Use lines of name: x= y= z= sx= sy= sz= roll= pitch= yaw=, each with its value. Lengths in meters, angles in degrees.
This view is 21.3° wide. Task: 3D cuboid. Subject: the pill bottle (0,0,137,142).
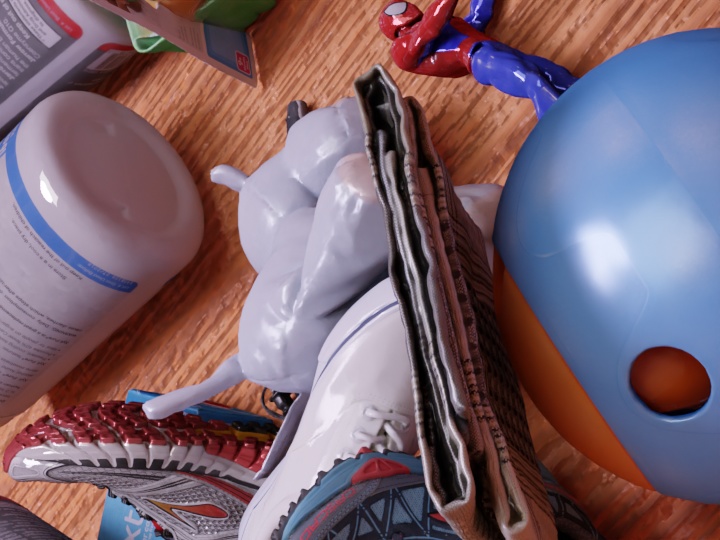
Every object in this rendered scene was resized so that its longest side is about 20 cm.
pill bottle: x=-0.228 y=-0.152 z=1.264 sx=0.200 sy=0.114 sz=0.115 roll=-32 pitch=61 yaw=34

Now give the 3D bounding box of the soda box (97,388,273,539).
soda box: x=-0.113 y=0.176 z=1.124 sx=0.068 sy=0.064 sz=0.201 roll=11 pitch=89 yaw=44

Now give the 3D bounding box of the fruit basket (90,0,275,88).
fruit basket: x=-0.136 y=-0.216 z=1.135 sx=0.093 sy=0.200 sz=0.186 roll=-29 pitch=62 yaw=19

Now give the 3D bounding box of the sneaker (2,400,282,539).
sneaker: x=-0.096 y=0.123 z=1.041 sx=0.078 sy=0.199 sz=0.083 roll=-126 pitch=49 yaw=-78

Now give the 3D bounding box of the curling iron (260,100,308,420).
curling iron: x=-0.037 y=-0.004 z=1.115 sx=0.049 sy=0.025 sz=0.202 roll=-13 pitch=73 yaw=38

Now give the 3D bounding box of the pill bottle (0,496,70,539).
pill bottle: x=-0.180 y=0.199 z=1.035 sx=0.200 sy=0.113 sz=0.115 roll=17 pitch=93 yaw=55

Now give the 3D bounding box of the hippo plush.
hippo plush: x=0.000 y=0.000 z=1.031 sx=0.200 sy=0.159 sz=0.161 roll=-48 pitch=27 yaw=19

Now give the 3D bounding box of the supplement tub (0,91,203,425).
supplement tub: x=-0.204 y=-0.004 z=1.189 sx=0.200 sy=0.132 sz=0.133 roll=-39 pitch=57 yaw=29

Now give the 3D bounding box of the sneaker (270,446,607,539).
sneaker: x=0.043 y=0.133 z=0.893 sx=0.095 sy=0.199 sz=0.080 roll=37 pitch=122 yaw=40

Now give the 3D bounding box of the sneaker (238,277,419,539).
sneaker: x=0.001 y=0.095 z=0.950 sx=0.071 sy=0.073 sz=0.201 roll=-106 pitch=38 yaw=-57

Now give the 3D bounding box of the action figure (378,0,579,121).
action figure: x=0.085 y=-0.130 z=1.002 sx=0.199 sy=0.065 sz=0.100 roll=25 pitch=107 yaw=42

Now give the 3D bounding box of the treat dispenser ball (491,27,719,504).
treat dispenser ball: x=0.154 y=-0.002 z=0.816 sx=0.200 sy=0.200 sz=0.202 roll=-10 pitch=74 yaw=41

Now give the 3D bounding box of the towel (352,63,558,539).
towel: x=0.048 y=0.034 z=0.810 sx=0.034 sy=0.200 sz=0.194 roll=-14 pitch=68 yaw=10
